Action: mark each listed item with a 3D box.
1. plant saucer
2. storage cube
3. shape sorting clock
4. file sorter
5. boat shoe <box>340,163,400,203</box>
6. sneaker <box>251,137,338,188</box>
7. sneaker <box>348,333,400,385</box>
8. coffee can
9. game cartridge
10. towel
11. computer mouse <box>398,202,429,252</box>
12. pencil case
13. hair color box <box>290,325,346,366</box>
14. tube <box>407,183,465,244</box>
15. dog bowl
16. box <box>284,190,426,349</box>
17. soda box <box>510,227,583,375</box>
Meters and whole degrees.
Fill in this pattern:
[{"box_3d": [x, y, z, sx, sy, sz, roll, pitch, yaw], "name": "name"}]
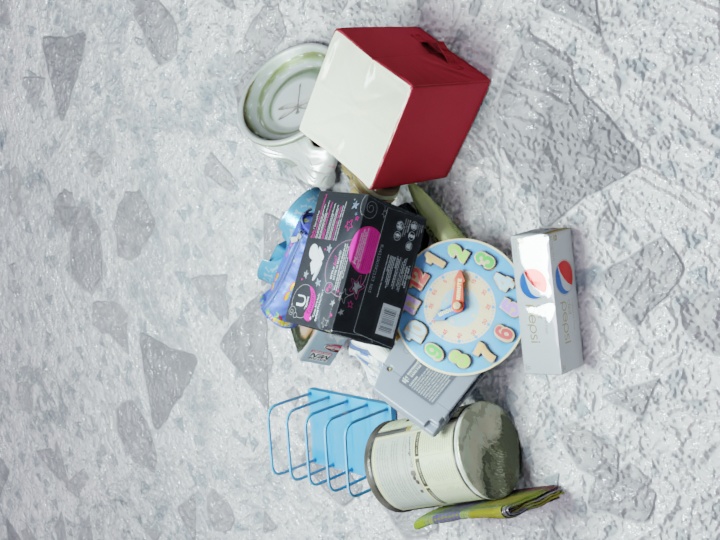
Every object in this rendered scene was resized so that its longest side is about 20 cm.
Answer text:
[{"box_3d": [-0.106, -0.280, 1.775, 0.199, 0.050, 0.201, -14, 58, 23], "name": "plant saucer"}, {"box_3d": [0.048, -0.245, 1.586, 0.171, 0.179, 0.200, 42, 126, 28], "name": "storage cube"}, {"box_3d": [0.145, 0.053, 1.569, 0.199, 0.039, 0.201, -2, 85, 19], "name": "shape sorting clock"}, {"box_3d": [-0.049, 0.295, 1.840, 0.199, 0.122, 0.139, 5, 103, 42], "name": "file sorter"}, {"box_3d": [0.011, -0.138, 1.667, 0.200, 0.071, 0.076, -110, 37, -59], "name": "boat shoe"}, {"box_3d": [-0.105, -0.222, 1.820, 0.200, 0.078, 0.100, 34, 112, 26], "name": "sneaker"}, {"box_3d": [0.057, 0.158, 1.683, 0.200, 0.075, 0.088, 50, 133, 30], "name": "sneaker"}, {"box_3d": [0.125, 0.289, 1.656, 0.200, 0.146, 0.147, -20, 86, 44], "name": "coffee can"}, {"box_3d": [0.118, 0.134, 1.606, 0.133, 0.200, 0.042, 33, 161, 26], "name": "game cartridge"}, {"box_3d": [0.190, 0.354, 1.611, 0.200, 0.143, 0.023, -21, 82, 45], "name": "towel"}, {"box_3d": [0.055, -0.105, 1.719, 0.059, 0.034, 0.201, -39, 65, 31], "name": "computer mouse"}, {"box_3d": [-0.098, 0.000, 1.748, 0.078, 0.087, 0.200, 51, 125, 36], "name": "pencil case"}, {"box_3d": [-0.043, 0.051, 1.779, 0.200, 0.060, 0.099, -59, 34, 30], "name": "hair color box"}, {"box_3d": [0.126, -0.058, 1.640, 0.200, 0.052, 0.058, 57, 143, 15], "name": "tube"}, {"box_3d": [-0.105, -0.048, 1.829, 0.050, 0.111, 0.200, 39, 124, 14], "name": "dog bowl"}, {"box_3d": [-0.006, -0.001, 1.566, 0.115, 0.132, 0.201, 10, 83, 48], "name": "box"}, {"box_3d": [0.264, 0.043, 1.521, 0.063, 0.068, 0.201, -2, 98, 40], "name": "soda box"}]
